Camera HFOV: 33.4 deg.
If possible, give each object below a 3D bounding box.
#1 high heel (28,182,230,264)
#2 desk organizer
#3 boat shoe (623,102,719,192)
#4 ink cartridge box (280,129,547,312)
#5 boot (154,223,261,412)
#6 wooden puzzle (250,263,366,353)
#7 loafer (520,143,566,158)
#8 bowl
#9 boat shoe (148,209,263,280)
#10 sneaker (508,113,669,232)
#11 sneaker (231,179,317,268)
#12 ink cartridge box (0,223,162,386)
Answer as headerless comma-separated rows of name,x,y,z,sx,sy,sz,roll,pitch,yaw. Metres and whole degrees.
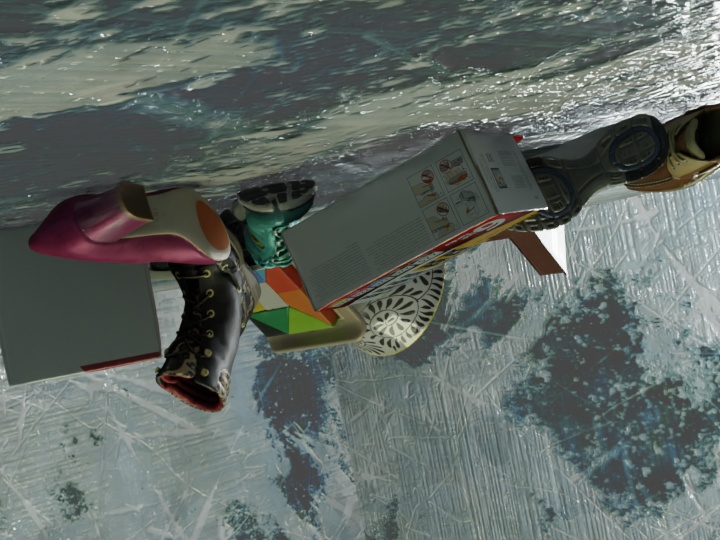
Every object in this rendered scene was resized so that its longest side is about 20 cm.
high heel,-0.188,-0.027,1.017,0.096,0.068,0.200,-22,170,18
desk organizer,0.184,-0.056,1.449,0.077,0.072,0.200,-9,156,23
boat shoe,0.341,-0.133,1.203,0.074,0.076,0.200,-2,165,-46
ink cartridge box,0.060,-0.047,1.107,0.200,0.084,0.175,-28,172,27
boot,-0.166,0.041,1.209,0.073,0.151,0.200,3,151,17
wooden puzzle,-0.110,0.020,1.436,0.185,0.200,0.037,-12,-147,48
loafer,0.145,-0.092,1.324,0.199,0.063,0.072,-11,179,18
bowl,0.000,0.000,1.477,0.094,0.201,0.200,12,163,-42
boat shoe,-0.151,-0.034,1.326,0.199,0.066,0.074,-5,-164,27
sneaker,0.206,-0.093,1.192,0.199,0.075,0.087,-21,-172,-6
sneaker,-0.079,-0.043,1.173,0.077,0.080,0.200,-11,177,-10
ink cartridge box,-0.287,0.030,1.184,0.145,0.145,0.200,-11,180,-16
